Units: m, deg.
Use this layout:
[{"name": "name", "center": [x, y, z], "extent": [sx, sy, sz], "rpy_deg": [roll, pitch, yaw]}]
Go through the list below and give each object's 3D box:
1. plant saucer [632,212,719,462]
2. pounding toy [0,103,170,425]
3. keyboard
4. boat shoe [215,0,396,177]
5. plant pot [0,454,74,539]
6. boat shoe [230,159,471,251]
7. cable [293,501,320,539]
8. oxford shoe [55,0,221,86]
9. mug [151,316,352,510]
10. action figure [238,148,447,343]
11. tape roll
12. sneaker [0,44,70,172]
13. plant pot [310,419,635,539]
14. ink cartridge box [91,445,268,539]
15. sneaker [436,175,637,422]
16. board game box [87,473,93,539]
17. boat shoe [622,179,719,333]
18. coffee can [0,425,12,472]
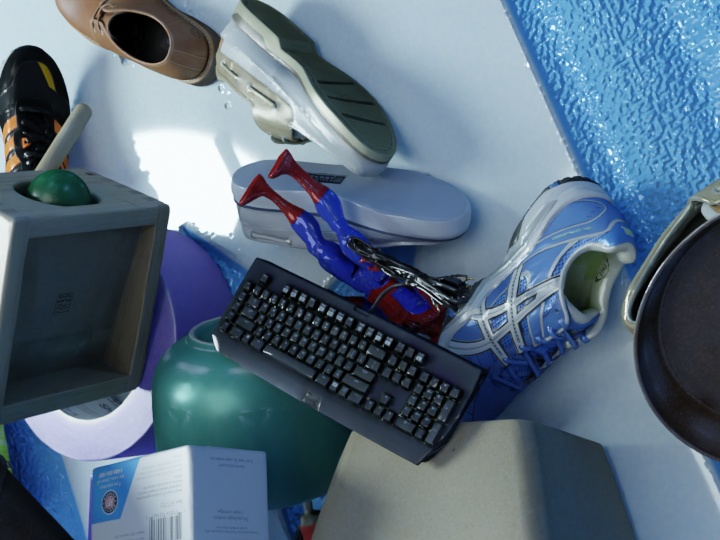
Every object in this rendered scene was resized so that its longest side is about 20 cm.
[{"name": "plant saucer", "center": [0.262, 0.033, 0.743], "extent": [0.198, 0.035, 0.202], "rpy_deg": [1, 119, 3]}, {"name": "pounding toy", "center": [-0.248, -0.014, 0.954], "extent": [0.142, 0.184, 0.202], "rpy_deg": [22, 108, 30]}, {"name": "keyboard", "center": [-0.001, 0.036, 0.831], "extent": [0.199, 0.021, 0.128], "rpy_deg": [25, 75, 31]}, {"name": "boat shoe", "center": [-0.046, -0.133, 0.984], "extent": [0.200, 0.074, 0.069], "rpy_deg": [51, 119, 31]}, {"name": "plant pot", "center": [-0.271, 0.233, 0.849], "extent": [0.200, 0.201, 0.198], "rpy_deg": [-34, 110, 26]}, {"name": "boat shoe", "center": [-0.006, -0.040, 0.960], "extent": [0.199, 0.074, 0.066], "rpy_deg": [12, 125, 27]}, {"name": "cable", "center": [-0.013, 0.266, 0.952], "extent": [0.097, 0.050, 0.202], "rpy_deg": [-8, 82, 33]}, {"name": "oxford shoe", "center": [-0.210, -0.223, 1.089], "extent": [0.199, 0.071, 0.072], "rpy_deg": [28, 104, 32]}, {"name": "mug", "center": [-0.068, 0.094, 0.937], "extent": [0.152, 0.184, 0.115], "rpy_deg": [13, 112, 51]}, {"name": "action figure", "center": [0.000, 0.000, 0.909], "extent": [0.200, 0.052, 0.065], "rpy_deg": [40, 129, -14]}, {"name": "tape roll", "center": [-0.207, 0.061, 1.066], "extent": [0.199, 0.085, 0.202], "rpy_deg": [-2, 87, 33]}, {"name": "sneaker", "center": [-0.288, -0.101, 1.116], "extent": [0.090, 0.070, 0.202], "rpy_deg": [15, 103, 58]}, {"name": "plant pot", "center": [0.080, 0.198, 0.826], "extent": [0.199, 0.200, 0.179], "rpy_deg": [-8, 71, 32]}, {"name": "ink cartridge box", "center": [-0.118, 0.223, 0.802], "extent": [0.116, 0.068, 0.202], "rpy_deg": [-19, 67, 43]}, {"name": "sneaker", "center": [0.117, 0.034, 0.854], "extent": [0.201, 0.075, 0.077], "rpy_deg": [-62, 33, 17]}, {"name": "board game box", "center": [-0.159, 0.260, 0.997], "extent": [0.044, 0.134, 0.202], "rpy_deg": [1, 89, 32]}, {"name": "boat shoe", "center": [0.246, -0.026, 0.780], "extent": [0.200, 0.068, 0.075], "rpy_deg": [-53, 58, 18]}, {"name": "coffee can", "center": [-0.407, 0.147, 1.152], "extent": [0.146, 0.146, 0.202], "rpy_deg": [-20, 78, 30]}]
